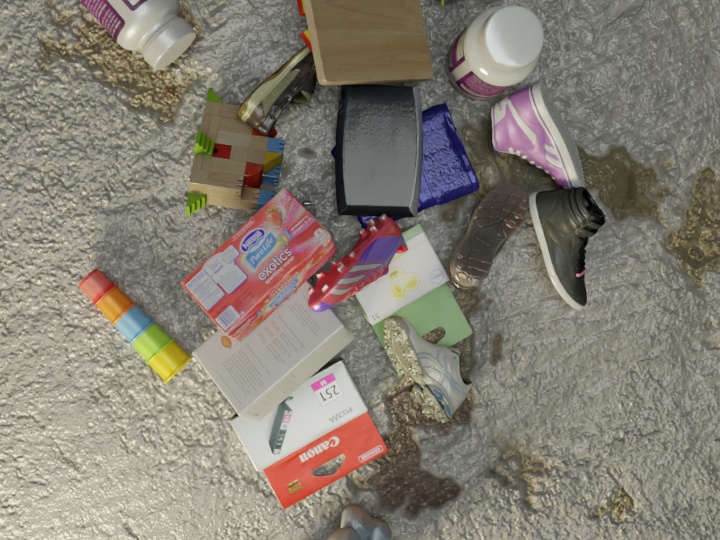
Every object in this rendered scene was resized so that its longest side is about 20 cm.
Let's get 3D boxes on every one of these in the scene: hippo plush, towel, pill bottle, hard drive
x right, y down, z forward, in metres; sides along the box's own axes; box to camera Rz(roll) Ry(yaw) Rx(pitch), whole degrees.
[{"bbox_3d":[-0.027,0.481,1.340,0.160,0.159,0.201,-28,79,26],"label":"hippo plush"},{"bbox_3d":[0.069,-0.158,1.347,0.199,0.050,0.148,-21,88,-4],"label":"towel"},{"bbox_3d":[0.199,-0.321,1.264,0.112,0.200,0.113,0,93,-6],"label":"pill bottle"},{"bbox_3d":[0.029,-0.183,1.300,0.134,0.042,0.201,2,87,-3],"label":"hard drive"},{"bbox_3d":[-0.337,-0.396,1.259,0.112,0.112,0.200,-41,96,-2],"label":"pill bottle"}]

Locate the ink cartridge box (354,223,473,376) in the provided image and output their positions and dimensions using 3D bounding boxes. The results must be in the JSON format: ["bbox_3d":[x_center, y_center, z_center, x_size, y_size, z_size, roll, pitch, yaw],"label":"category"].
[{"bbox_3d":[0.076,0.048,1.356,0.145,0.048,0.201,-29,93,-4],"label":"ink cartridge box"}]

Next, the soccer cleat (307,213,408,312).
[{"bbox_3d":[0.000,0.000,1.262,0.077,0.067,0.200,51,56,-18],"label":"soccer cleat"}]

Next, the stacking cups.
[{"bbox_3d":[-0.348,0.084,1.311,0.200,0.061,0.061,44,88,-3],"label":"stacking cups"}]

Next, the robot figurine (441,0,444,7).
[{"bbox_3d":[0.166,-0.497,1.302,0.175,0.116,0.200,44,88,-18],"label":"robot figurine"}]

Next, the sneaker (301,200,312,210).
[{"bbox_3d":[-0.157,-0.047,1.317,0.199,0.075,0.114,-12,88,-6],"label":"sneaker"}]

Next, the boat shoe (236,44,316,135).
[{"bbox_3d":[-0.100,-0.277,1.294,0.065,0.073,0.200,46,70,-7],"label":"boat shoe"}]

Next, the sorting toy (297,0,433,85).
[{"bbox_3d":[-0.005,-0.371,1.284,0.199,0.069,0.200,-10,90,-34],"label":"sorting toy"}]

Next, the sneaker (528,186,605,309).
[{"bbox_3d":[0.340,-0.039,1.345,0.099,0.071,0.201,-17,96,34],"label":"sneaker"}]

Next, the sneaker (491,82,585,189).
[{"bbox_3d":[0.275,-0.191,1.362,0.114,0.073,0.201,-21,113,28],"label":"sneaker"}]

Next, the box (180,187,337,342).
[{"bbox_3d":[-0.141,-0.006,1.222,0.200,0.095,0.103,-44,78,-6],"label":"box"}]

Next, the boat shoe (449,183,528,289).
[{"bbox_3d":[0.193,-0.054,1.351,0.074,0.073,0.200,37,68,2],"label":"boat shoe"}]

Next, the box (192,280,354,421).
[{"bbox_3d":[-0.127,0.112,1.292,0.200,0.098,0.124,-40,72,-2],"label":"box"}]

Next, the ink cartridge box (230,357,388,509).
[{"bbox_3d":[-0.077,0.260,1.353,0.199,0.044,0.174,-28,94,-4],"label":"ink cartridge box"}]

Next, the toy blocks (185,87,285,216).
[{"bbox_3d":[-0.174,-0.168,1.281,0.136,0.100,0.201,8,61,-6],"label":"toy blocks"}]

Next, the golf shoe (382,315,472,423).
[{"bbox_3d":[0.106,0.137,1.346,0.097,0.078,0.200,-39,117,-22],"label":"golf shoe"}]
